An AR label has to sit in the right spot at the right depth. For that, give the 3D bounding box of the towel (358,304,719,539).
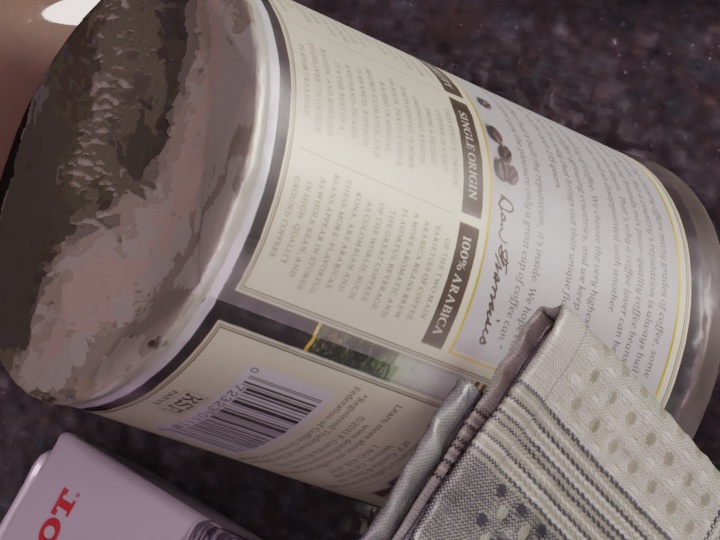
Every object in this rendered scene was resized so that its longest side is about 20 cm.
[{"bbox_3d":[0.061,0.136,0.777,0.200,0.034,0.193,47,68,-29],"label":"towel"}]

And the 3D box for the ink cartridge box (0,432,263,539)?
[{"bbox_3d":[-0.051,0.166,0.857,0.200,0.084,0.146,28,87,37],"label":"ink cartridge box"}]

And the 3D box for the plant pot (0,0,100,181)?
[{"bbox_3d":[-0.166,-0.071,0.892,0.174,0.200,0.201,-6,84,-16],"label":"plant pot"}]

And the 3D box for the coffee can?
[{"bbox_3d":[0.000,0.000,0.831,0.200,0.146,0.147,22,86,-35],"label":"coffee can"}]
